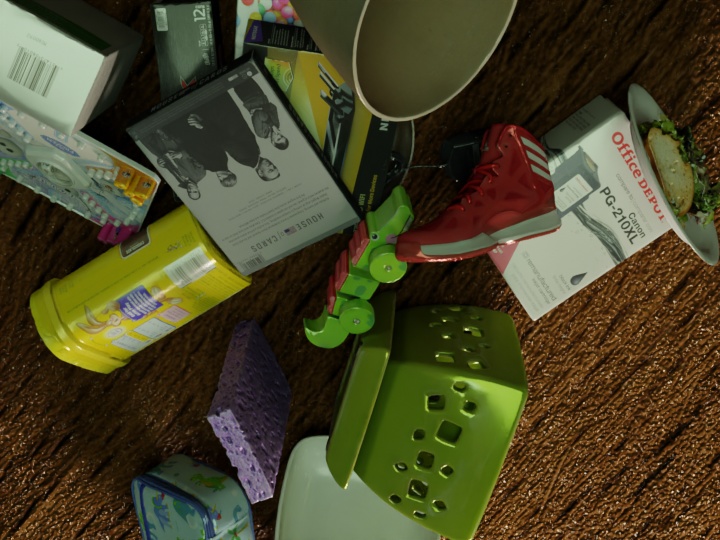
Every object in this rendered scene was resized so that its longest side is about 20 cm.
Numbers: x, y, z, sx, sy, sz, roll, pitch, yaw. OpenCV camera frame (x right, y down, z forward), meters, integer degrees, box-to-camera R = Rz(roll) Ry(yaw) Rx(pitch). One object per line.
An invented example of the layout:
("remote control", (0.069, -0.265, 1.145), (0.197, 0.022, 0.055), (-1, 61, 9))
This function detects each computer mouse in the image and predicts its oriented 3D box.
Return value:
("computer mouse", (0.078, -0.118, 0.983), (0.195, 0.034, 0.059), (-9, 132, 2))

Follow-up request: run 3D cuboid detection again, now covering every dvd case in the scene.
("dvd case", (-0.109, -0.096, 0.891), (0.148, 0.025, 0.201), (-23, 125, 19))

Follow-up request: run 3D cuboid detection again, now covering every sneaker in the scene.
("sneaker", (0.108, -0.078, 0.896), (0.197, 0.078, 0.118), (-15, 99, -35))

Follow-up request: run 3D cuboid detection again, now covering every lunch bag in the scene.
("lunch bag", (-0.199, 0.334, 1.109), (0.159, 0.082, 0.204), (13, 117, 41))

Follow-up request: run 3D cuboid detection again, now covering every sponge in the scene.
("sponge", (-0.118, 0.147, 1.013), (0.029, 0.201, 0.113), (-20, 112, 10))

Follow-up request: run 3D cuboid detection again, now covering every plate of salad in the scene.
("plate of salad", (0.329, -0.104, 0.935), (0.048, 0.201, 0.201), (-27, 111, 31))

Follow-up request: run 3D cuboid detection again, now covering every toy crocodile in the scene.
("toy crocodile", (0.000, 0.000, 0.942), (0.061, 0.068, 0.202), (15, 129, -18))

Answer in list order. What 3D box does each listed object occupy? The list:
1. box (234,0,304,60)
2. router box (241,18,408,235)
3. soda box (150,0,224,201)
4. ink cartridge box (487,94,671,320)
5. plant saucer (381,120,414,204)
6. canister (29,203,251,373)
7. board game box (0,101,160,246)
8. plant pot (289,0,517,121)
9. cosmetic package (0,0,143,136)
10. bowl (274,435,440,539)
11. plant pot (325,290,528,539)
("box", (-0.048, -0.239, 0.923), (0.152, 0.041, 0.204), (5, 109, -4))
("router box", (-0.045, -0.135, 0.908), (0.154, 0.053, 0.203), (7, 129, -5))
("soda box", (-0.172, -0.179, 0.956), (0.062, 0.071, 0.204), (-3, 111, -2))
("ink cartridge box", (0.228, -0.069, 1.003), (0.198, 0.085, 0.146), (-35, 108, 11))
("plant saucer", (-0.040, -0.146, 0.995), (0.195, 0.032, 0.205), (-1, 110, -1))
("canister", (-0.230, 0.020, 0.993), (0.198, 0.149, 0.088), (-30, 69, 6))
("board game box", (-0.310, -0.098, 0.931), (0.197, 0.200, 0.026), (28, 66, -12))
("plant pot", (0.005, -0.264, 0.783), (0.200, 0.186, 0.189), (44, 109, 30))
("cosmetic package", (-0.284, -0.204, 0.874), (0.106, 0.201, 0.086), (27, 106, -13))
("bowl", (-0.006, 0.310, 1.107), (0.195, 0.075, 0.204), (11, 67, -6))
("plant pot", (0.066, 0.146, 1.024), (0.178, 0.200, 0.204), (17, 110, -2))
